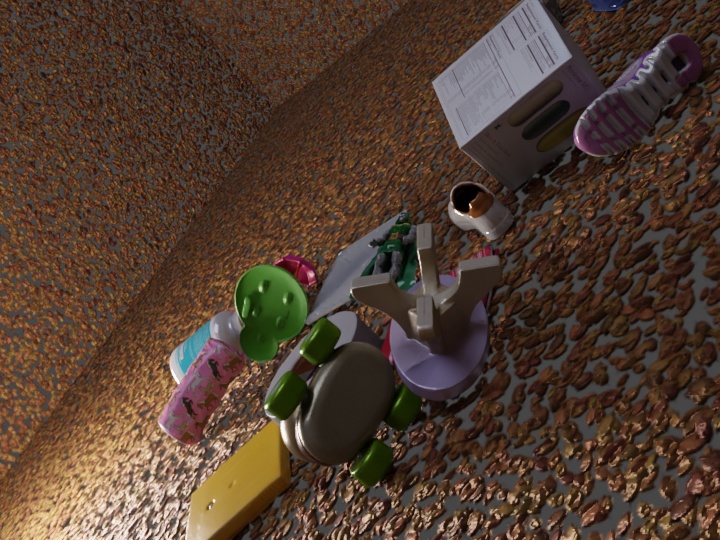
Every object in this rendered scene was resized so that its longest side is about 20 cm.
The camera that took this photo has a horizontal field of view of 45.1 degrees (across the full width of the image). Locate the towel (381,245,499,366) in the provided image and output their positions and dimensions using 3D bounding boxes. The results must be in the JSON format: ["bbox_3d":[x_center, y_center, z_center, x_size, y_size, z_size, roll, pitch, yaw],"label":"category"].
[{"bbox_3d":[0.108,0.054,1.222,0.198,0.022,0.146,-33,23,36],"label":"towel"}]

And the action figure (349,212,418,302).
[{"bbox_3d":[0.055,-0.032,1.445,0.115,0.056,0.202,-6,35,22],"label":"action figure"}]

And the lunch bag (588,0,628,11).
[{"bbox_3d":[0.469,-0.586,1.564,0.200,0.132,0.136,-46,18,2],"label":"lunch bag"}]

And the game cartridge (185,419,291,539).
[{"bbox_3d":[-0.182,0.329,1.296,0.199,0.032,0.177,-42,19,9],"label":"game cartridge"}]

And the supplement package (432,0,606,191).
[{"bbox_3d":[0.241,-0.260,1.290,0.199,0.151,0.153,-38,48,24],"label":"supplement package"}]

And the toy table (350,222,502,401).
[{"bbox_3d":[0.087,0.043,1.055,0.179,0.119,0.202,-16,39,2],"label":"toy table"}]

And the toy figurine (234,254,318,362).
[{"bbox_3d":[-0.148,0.054,1.686,0.184,0.147,0.204,-51,-18,-64],"label":"toy figurine"}]

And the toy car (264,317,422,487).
[{"bbox_3d":[-0.046,0.183,1.113,0.159,0.163,0.200,-56,8,-29],"label":"toy car"}]

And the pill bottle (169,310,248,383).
[{"bbox_3d":[-0.287,0.157,1.756,0.199,0.111,0.112,-38,20,26],"label":"pill bottle"}]

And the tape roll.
[{"bbox_3d":[-0.055,0.158,1.304,0.199,0.066,0.201,-41,20,18],"label":"tape roll"}]

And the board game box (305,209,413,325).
[{"bbox_3d":[0.000,0.000,1.571,0.198,0.026,0.202,-32,24,41],"label":"board game box"}]

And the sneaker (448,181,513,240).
[{"bbox_3d":[0.168,-0.109,1.329,0.073,0.085,0.200,-48,17,-1],"label":"sneaker"}]

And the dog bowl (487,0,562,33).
[{"bbox_3d":[0.332,-0.492,1.794,0.199,0.059,0.201,-42,19,18],"label":"dog bowl"}]

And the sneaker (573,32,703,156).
[{"bbox_3d":[0.363,-0.229,1.164,0.199,0.081,0.088,-42,11,-1],"label":"sneaker"}]

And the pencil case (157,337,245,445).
[{"bbox_3d":[-0.296,0.226,1.633,0.082,0.086,0.203,19,76,49],"label":"pencil case"}]
